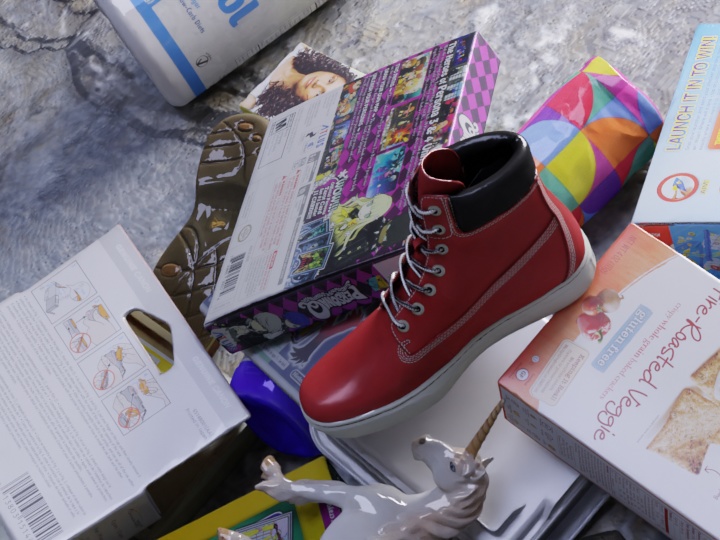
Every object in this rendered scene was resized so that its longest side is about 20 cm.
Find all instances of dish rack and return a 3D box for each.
[{"bbox_3d":[0.074,0.083,1.547,0.200,0.044,0.172,38,82,28],"label":"dish rack"}]

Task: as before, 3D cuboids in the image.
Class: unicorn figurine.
[{"bbox_3d":[-0.007,0.158,1.485,0.136,0.074,0.201,17,69,21],"label":"unicorn figurine"}]

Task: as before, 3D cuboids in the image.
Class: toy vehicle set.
[{"bbox_3d":[-0.172,0.092,1.716,0.199,0.027,0.124,34,73,27],"label":"toy vehicle set"}]

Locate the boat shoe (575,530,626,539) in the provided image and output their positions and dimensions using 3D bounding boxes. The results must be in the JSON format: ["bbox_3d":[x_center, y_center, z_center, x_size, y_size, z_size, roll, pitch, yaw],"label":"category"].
[{"bbox_3d":[0.084,0.227,1.439,0.199,0.074,0.076,-33,3,-25],"label":"boat shoe"}]

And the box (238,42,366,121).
[{"bbox_3d":[-0.001,-0.101,1.819,0.075,0.050,0.199,-47,43,-14],"label":"box"}]

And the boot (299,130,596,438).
[{"bbox_3d":[0.028,0.004,1.437,0.199,0.144,0.073,-35,48,3],"label":"boot"}]

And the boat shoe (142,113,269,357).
[{"bbox_3d":[-0.096,-0.010,1.785,0.072,0.068,0.201,13,76,29],"label":"boat shoe"}]

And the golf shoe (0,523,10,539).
[{"bbox_3d":[-0.269,0.168,1.724,0.091,0.075,0.200,-41,40,-3],"label":"golf shoe"}]

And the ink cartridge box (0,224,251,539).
[{"bbox_3d":[-0.187,0.090,1.669,0.176,0.045,0.200,-32,55,-7],"label":"ink cartridge box"}]

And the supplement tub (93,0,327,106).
[{"bbox_3d":[-0.105,-0.236,1.953,0.199,0.132,0.132,-37,41,-1],"label":"supplement tub"}]

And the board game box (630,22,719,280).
[{"bbox_3d":[0.291,-0.077,1.568,0.194,0.056,0.201,0,45,26],"label":"board game box"}]

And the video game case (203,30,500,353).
[{"bbox_3d":[-0.004,-0.052,1.604,0.180,0.036,0.201,-21,36,32],"label":"video game case"}]

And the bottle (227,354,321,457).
[{"bbox_3d":[-0.014,0.027,1.680,0.065,0.084,0.201,5,55,41],"label":"bottle"}]

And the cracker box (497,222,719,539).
[{"bbox_3d":[0.199,0.082,1.457,0.199,0.058,0.134,35,73,22],"label":"cracker box"}]

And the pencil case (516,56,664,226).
[{"bbox_3d":[0.123,-0.053,1.670,0.200,0.089,0.088,-43,42,-9],"label":"pencil case"}]

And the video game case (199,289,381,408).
[{"bbox_3d":[0.000,0.000,1.598,0.182,0.023,0.200,-45,32,-5],"label":"video game case"}]

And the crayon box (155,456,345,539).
[{"bbox_3d":[-0.066,0.237,1.535,0.172,0.058,0.201,-28,42,9],"label":"crayon box"}]
